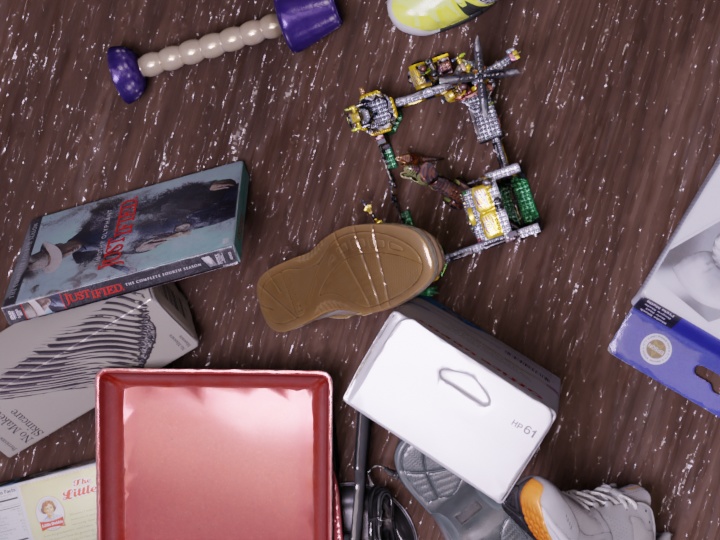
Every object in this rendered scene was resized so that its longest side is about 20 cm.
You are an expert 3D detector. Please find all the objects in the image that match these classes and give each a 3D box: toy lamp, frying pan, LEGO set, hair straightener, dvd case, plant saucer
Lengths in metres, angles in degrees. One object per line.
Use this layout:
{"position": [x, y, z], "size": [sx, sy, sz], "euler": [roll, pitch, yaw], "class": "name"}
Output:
{"position": [-0.113, -0.194, 1.303], "size": [0.200, 0.058, 0.058], "euler": [-18, 90, 8], "class": "toy lamp"}
{"position": [-0.030, 0.210, 1.324], "size": [0.115, 0.031, 0.190], "euler": [-36, 89, 5], "class": "frying pan"}
{"position": [0.070, -0.082, 1.250], "size": [0.153, 0.116, 0.201], "euler": [-10, 91, 8], "class": "LEGO set"}
{"position": [0.008, 0.186, 1.288], "size": [0.077, 0.041, 0.201], "euler": [-5, 74, 4], "class": "hair straightener"}
{"position": [-0.192, -0.025, 1.283], "size": [0.200, 0.146, 0.022], "euler": [-16, 121, 9], "class": "dvd case"}
{"position": [-0.121, 0.180, 1.293], "size": [0.199, 0.037, 0.201], "euler": [0, 94, 4], "class": "plant saucer"}

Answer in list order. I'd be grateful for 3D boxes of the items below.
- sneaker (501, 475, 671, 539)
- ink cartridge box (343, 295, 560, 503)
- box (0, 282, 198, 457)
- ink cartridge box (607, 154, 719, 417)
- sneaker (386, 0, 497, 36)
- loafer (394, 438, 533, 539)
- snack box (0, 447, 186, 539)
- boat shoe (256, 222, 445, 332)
{"position": [0.185, 0.196, 1.231], "size": [0.092, 0.200, 0.076], "euler": [-48, 49, -3], "class": "sneaker"}
{"position": [0.078, 0.095, 1.215], "size": [0.144, 0.200, 0.085], "euler": [32, 96, 6], "class": "ink cartridge box"}
{"position": [-0.245, 0.071, 1.310], "size": [0.200, 0.082, 0.068], "euler": [-32, 45, 9], "class": "box"}
{"position": [0.335, 0.031, 1.257], "size": [0.199, 0.041, 0.200], "euler": [30, 96, 6], "class": "ink cartridge box"}
{"position": [0.109, -0.259, 1.259], "size": [0.200, 0.076, 0.076], "euler": [-29, 90, 9], "class": "sneaker"}
{"position": [0.097, 0.210, 1.290], "size": [0.072, 0.063, 0.200], "euler": [-31, 99, 5], "class": "loafer"}
{"position": [-0.250, 0.230, 1.348], "size": [0.200, 0.037, 0.116], "euler": [-15, 92, 8], "class": "snack box"}
{"position": [0.000, 0.000, 1.247], "size": [0.200, 0.069, 0.074], "euler": [-15, 91, 45], "class": "boat shoe"}
